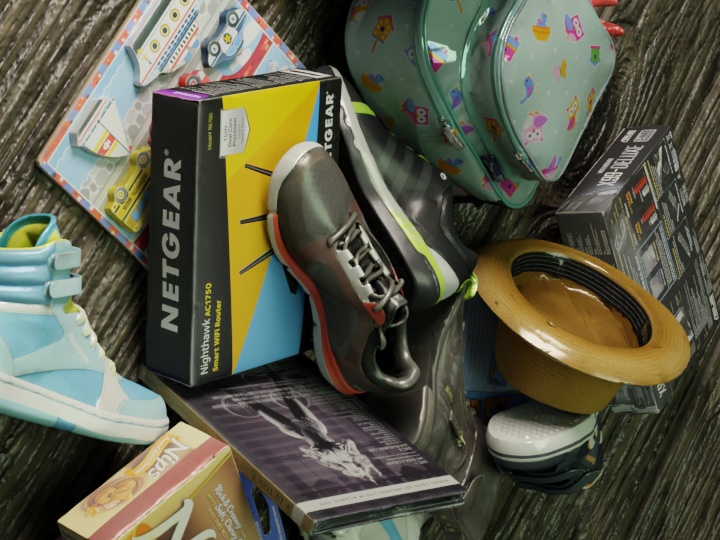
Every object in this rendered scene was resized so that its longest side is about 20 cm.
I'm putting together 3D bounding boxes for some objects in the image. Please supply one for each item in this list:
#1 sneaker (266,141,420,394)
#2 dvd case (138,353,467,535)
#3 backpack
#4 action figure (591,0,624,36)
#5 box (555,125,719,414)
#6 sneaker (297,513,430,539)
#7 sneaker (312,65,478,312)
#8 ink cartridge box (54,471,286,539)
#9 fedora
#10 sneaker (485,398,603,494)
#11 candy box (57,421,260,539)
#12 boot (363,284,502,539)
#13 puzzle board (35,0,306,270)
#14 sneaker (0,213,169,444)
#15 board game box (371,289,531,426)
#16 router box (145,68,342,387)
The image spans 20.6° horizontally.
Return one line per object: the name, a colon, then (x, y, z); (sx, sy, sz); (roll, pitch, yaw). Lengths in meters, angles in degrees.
sneaker: (0.000, 0.000, 1.389); (0.077, 0.081, 0.201); (-42, 125, -34)
dvd case: (-0.041, 0.114, 1.381); (0.148, 0.200, 0.016); (-4, 121, -44)
backpack: (0.088, -0.163, 1.495); (0.200, 0.153, 0.177); (47, 59, -31)
action figure: (0.160, -0.140, 1.637); (0.201, 0.051, 0.066); (-57, 155, -20)
box: (0.244, -0.001, 1.718); (0.158, 0.049, 0.201); (-47, 126, -46)
sneaker: (-0.018, 0.171, 1.486); (0.200, 0.076, 0.081); (44, 56, -39)
sneaker: (0.022, -0.063, 1.466); (0.082, 0.072, 0.201); (-24, 87, -33)
ink cartridge box: (-0.140, 0.208, 1.401); (0.199, 0.042, 0.120); (-32, 119, -34)
fedora: (0.160, 0.053, 1.551); (0.200, 0.200, 0.082); (-4, 126, -44)
sneaker: (0.152, 0.142, 1.565); (0.200, 0.078, 0.080); (-22, 114, -67)
candy box: (-0.120, 0.218, 1.345); (0.115, 0.055, 0.201); (-39, 130, -31)
boot: (0.066, 0.103, 1.527); (0.174, 0.069, 0.201); (50, 48, -50)
puzzle board: (-0.126, -0.109, 1.388); (0.151, 0.017, 0.201); (46, 64, -38)
sneaker: (-0.191, 0.038, 1.301); (0.199, 0.079, 0.132); (22, 82, -45)
board game box: (0.093, 0.065, 1.612); (0.199, 0.036, 0.153); (6, 91, -46)
router box: (-0.081, -0.033, 1.393); (0.149, 0.051, 0.202); (-16, 114, -48)
